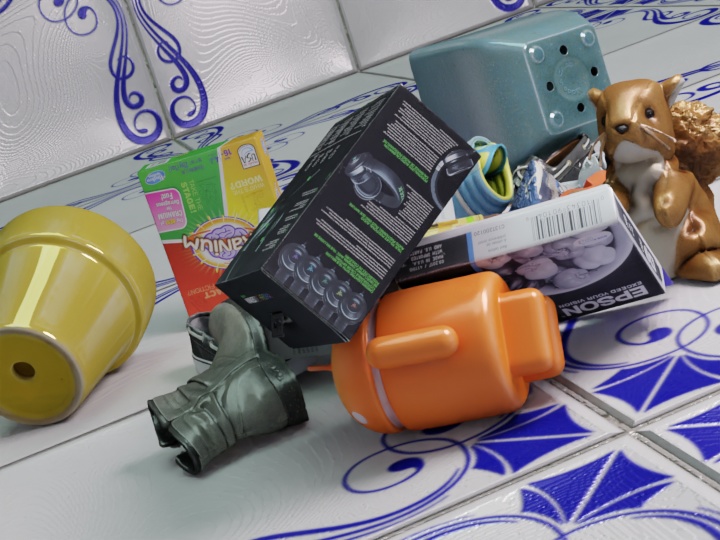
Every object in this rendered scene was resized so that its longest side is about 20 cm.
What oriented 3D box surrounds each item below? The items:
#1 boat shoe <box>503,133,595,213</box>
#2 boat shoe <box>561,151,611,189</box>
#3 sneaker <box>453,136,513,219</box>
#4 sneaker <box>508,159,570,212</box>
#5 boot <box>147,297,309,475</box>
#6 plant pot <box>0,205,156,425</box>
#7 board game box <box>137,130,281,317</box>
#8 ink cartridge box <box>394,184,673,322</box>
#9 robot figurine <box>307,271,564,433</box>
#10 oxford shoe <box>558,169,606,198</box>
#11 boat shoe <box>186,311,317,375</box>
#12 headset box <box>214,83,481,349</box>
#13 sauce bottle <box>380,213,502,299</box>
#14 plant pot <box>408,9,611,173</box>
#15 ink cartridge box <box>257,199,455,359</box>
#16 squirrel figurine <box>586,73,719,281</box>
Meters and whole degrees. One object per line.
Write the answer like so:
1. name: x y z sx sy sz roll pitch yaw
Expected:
1. boat shoe: 0.203 -0.103 1.674 0.199 0.068 0.072 -26 18 -21
2. boat shoe: 0.286 -0.103 1.557 0.200 0.072 0.070 -3 21 45
3. sneaker: 0.092 -0.123 1.541 0.079 0.200 0.131 -33 -15 -50
4. sneaker: 0.205 -0.069 1.483 0.085 0.078 0.200 23 10 5
5. boot: -0.140 0.101 1.279 0.130 0.068 0.200 -22 33 -15
6. plant pot: -0.342 0.060 1.529 0.199 0.202 0.190 -14 29 16
7. board game box: -0.158 -0.047 1.642 0.152 0.202 0.040 -16 15 11
8. ink cartridge box: 0.154 0.012 1.194 0.196 0.044 0.200 -16 -30 22
9. robot figurine: 0.062 0.069 1.128 0.198 0.118 0.144 -13 25 18
10. oxford shoe: 0.228 -0.040 1.381 0.072 0.072 0.200 33 41 18
11. boat shoe: -0.117 0.071 1.424 0.073 0.069 0.199 -26 17 -27
12. headset box: -0.019 -0.033 1.135 0.201 0.093 0.174 -54 12 -16
13. sauce bottle: 0.038 -0.005 1.252 0.198 0.065 0.065 -10 15 0
14. plant pot: 0.213 -0.225 1.770 0.195 0.198 0.200 -21 7 -27
15. ink cartridge box: 0.000 0.000 1.361 0.198 0.083 0.146 -8 40 2
16. squirrel figurine: 0.276 -0.095 1.313 0.140 0.188 0.200 -9 17 34
